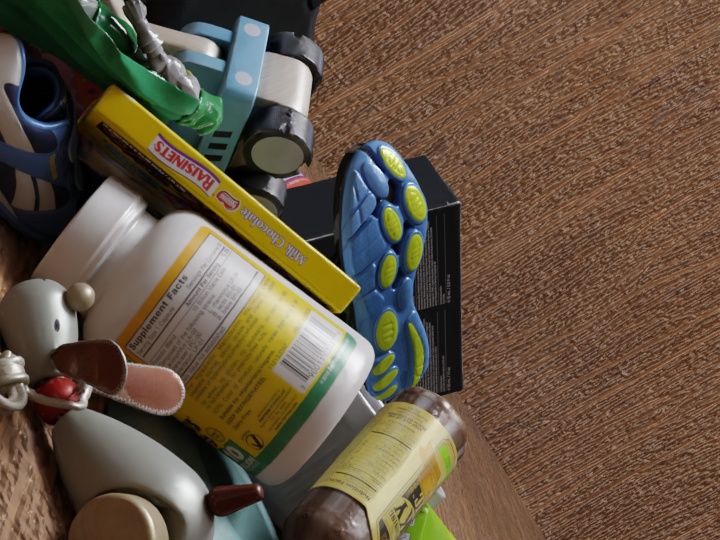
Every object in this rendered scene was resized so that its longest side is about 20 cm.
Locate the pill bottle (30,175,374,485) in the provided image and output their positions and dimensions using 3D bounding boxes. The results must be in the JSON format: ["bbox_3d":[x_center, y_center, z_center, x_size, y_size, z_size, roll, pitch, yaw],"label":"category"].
[{"bbox_3d":[-0.100,0.034,1.031,0.200,0.113,0.113,37,8,-6],"label":"pill bottle"}]

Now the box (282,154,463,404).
[{"bbox_3d":[0.005,0.021,1.345,0.079,0.141,0.200,-124,-156,-47],"label":"box"}]

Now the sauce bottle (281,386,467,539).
[{"bbox_3d":[-0.006,0.155,1.040,0.200,0.065,0.065,-46,113,-38],"label":"sauce bottle"}]

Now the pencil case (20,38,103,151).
[{"bbox_3d":[-0.236,-0.197,1.347,0.200,0.087,0.087,59,6,-3],"label":"pencil case"}]

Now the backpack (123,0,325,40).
[{"bbox_3d":[-0.142,-0.214,1.255,0.176,0.154,0.200,-6,33,-43],"label":"backpack"}]

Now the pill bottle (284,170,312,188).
[{"bbox_3d":[-0.134,-0.089,1.430,0.200,0.111,0.111,45,2,14],"label":"pill bottle"}]

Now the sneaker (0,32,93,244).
[{"bbox_3d":[-0.205,-0.080,1.033,0.074,0.082,0.200,60,4,26],"label":"sneaker"}]

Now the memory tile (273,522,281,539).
[{"bbox_3d":[-0.029,0.253,1.248,0.153,0.017,0.200,58,6,-27],"label":"memory tile"}]

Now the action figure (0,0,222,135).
[{"bbox_3d":[-0.160,-0.143,1.014,0.200,0.055,0.118,37,-17,-35],"label":"action figure"}]

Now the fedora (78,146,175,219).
[{"bbox_3d":[-0.136,-0.078,1.274,0.200,0.092,0.201,34,2,-1],"label":"fedora"}]

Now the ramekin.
[{"bbox_3d":[-0.038,0.117,1.213,0.200,0.105,0.200,54,0,0],"label":"ramekin"}]

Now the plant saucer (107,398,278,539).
[{"bbox_3d":[-0.092,0.156,1.060,0.201,0.039,0.201,59,6,-11],"label":"plant saucer"}]

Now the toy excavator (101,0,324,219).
[{"bbox_3d":[-0.123,-0.135,1.113,0.195,0.200,0.100,118,-18,-48],"label":"toy excavator"}]

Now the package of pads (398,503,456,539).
[{"bbox_3d":[0.032,0.264,1.142,0.200,0.068,0.155,54,47,-49],"label":"package of pads"}]

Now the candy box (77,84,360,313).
[{"bbox_3d":[-0.094,-0.042,1.063,0.200,0.026,0.102,40,-10,-12],"label":"candy box"}]

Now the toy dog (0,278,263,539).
[{"bbox_3d":[-0.120,0.084,0.880,0.200,0.096,0.132,60,5,0],"label":"toy dog"}]

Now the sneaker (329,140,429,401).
[{"bbox_3d":[0.000,0.000,1.122,0.083,0.071,0.200,35,-37,38],"label":"sneaker"}]
